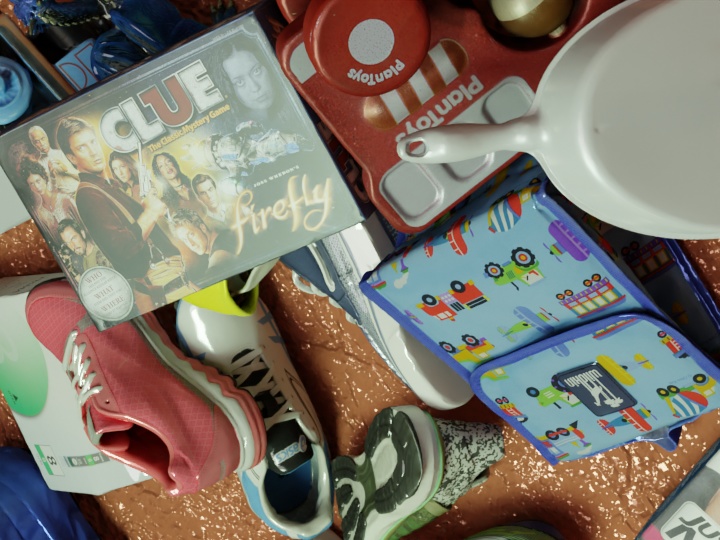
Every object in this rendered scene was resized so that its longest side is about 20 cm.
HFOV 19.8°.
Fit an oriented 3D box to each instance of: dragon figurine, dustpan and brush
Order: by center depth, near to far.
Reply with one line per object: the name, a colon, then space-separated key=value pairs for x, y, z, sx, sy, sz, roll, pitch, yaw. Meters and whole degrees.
dustpan and brush: x=0.121 y=-0.077 z=1.101 sx=0.057 sy=0.199 sz=0.140 roll=-165 pitch=67 yaw=-72
dragon figurine: x=-0.128 y=-0.138 z=1.275 sx=0.200 sy=0.099 sz=0.059 roll=42 pitch=132 yaw=7

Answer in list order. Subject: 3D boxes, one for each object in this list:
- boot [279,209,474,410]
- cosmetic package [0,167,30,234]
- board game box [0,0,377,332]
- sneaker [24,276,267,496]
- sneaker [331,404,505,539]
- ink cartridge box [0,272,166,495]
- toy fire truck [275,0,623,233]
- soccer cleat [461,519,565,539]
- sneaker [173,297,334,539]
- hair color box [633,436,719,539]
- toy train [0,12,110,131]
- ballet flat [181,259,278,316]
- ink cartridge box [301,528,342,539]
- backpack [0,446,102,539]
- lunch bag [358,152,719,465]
boot: x=0.000 y=0.000 z=1.295 sx=0.090 sy=0.073 sz=0.201 roll=-21 pitch=94 yaw=47
cosmetic package: x=-0.282 y=-0.121 z=1.410 sx=0.101 sy=0.071 sz=0.200 roll=-22 pitch=102 yaw=40
board game box: x=-0.104 y=-0.058 z=1.204 sx=0.200 sy=0.035 sz=0.136 roll=-23 pitch=104 yaw=28
sneaker: x=-0.156 y=0.073 z=1.334 sx=0.200 sy=0.087 sz=0.074 roll=34 pitch=134 yaw=22
sneaker: x=0.039 y=0.142 z=1.338 sx=0.200 sy=0.088 sz=0.077 roll=129 pitch=136 yaw=-64
ink cartridge box: x=-0.190 y=0.080 z=1.445 sx=0.200 sy=0.050 sz=0.161 roll=-2 pitch=115 yaw=56
toy fire truck: x=0.057 y=-0.135 z=1.129 sx=0.200 sy=0.112 sz=0.168 roll=-37 pitch=119 yaw=5
soccer cleat: x=0.041 y=0.215 z=1.325 sx=0.200 sy=0.084 sz=0.065 roll=-24 pitch=96 yaw=11
sneaker: x=-0.063 y=0.089 z=1.373 sx=0.072 sy=0.072 sz=0.200 roll=24 pitch=140 yaw=59
hair color box: x=0.247 y=0.130 z=1.197 sx=0.100 sy=0.061 sz=0.200 roll=40 pitch=130 yaw=8
toy train: x=-0.171 y=-0.085 z=1.326 sx=0.200 sy=0.114 sz=0.087 roll=48 pitch=163 yaw=11
ballet flat: x=-0.064 y=-0.057 z=1.245 sx=0.067 sy=0.067 sz=0.200 roll=30 pitch=122 yaw=21
ink cartridge box: x=0.000 y=0.297 z=1.446 sx=0.200 sy=0.084 sz=0.146 roll=40 pitch=132 yaw=10
backpack: x=-0.271 y=0.242 z=1.552 sx=0.162 sy=0.168 sz=0.200 roll=-22 pitch=98 yaw=34
lunch bag: x=0.126 y=0.028 z=1.220 sx=0.150 sy=0.094 sz=0.200 roll=-28 pitch=110 yaw=40
